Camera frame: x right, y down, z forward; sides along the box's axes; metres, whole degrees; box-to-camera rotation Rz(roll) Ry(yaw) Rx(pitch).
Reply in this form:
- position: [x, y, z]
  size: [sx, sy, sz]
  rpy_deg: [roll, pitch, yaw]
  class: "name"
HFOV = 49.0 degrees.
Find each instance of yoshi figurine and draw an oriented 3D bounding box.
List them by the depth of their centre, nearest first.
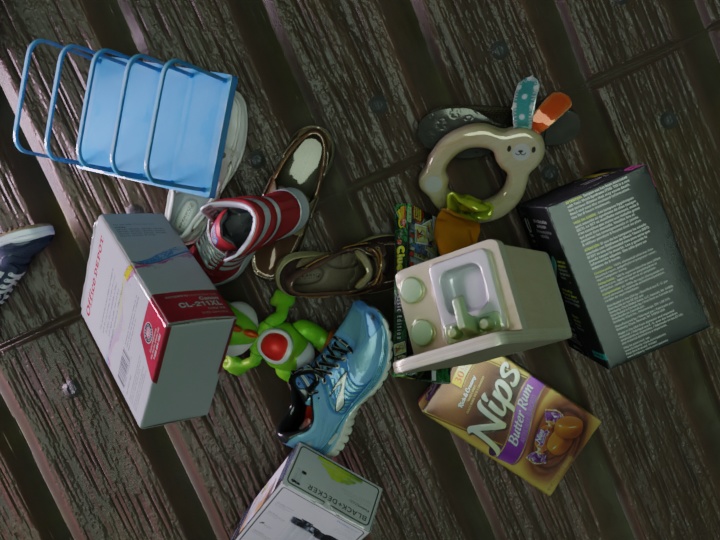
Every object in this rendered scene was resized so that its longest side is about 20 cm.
- position: [-0.122, 0.082, 0.971]
  size: [0.199, 0.113, 0.112]
  rpy_deg: [23, 135, -18]
  class: "yoshi figurine"

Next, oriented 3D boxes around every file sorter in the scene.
- position: [-0.262, -0.171, 0.875]
  size: [0.199, 0.123, 0.139]
  rpy_deg: [14, 96, 23]
  class: "file sorter"

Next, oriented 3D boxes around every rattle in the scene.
- position: [0.160, -0.120, 0.906]
  size: [0.200, 0.143, 0.130]
  rpy_deg: [-35, 94, 24]
  class: "rattle"

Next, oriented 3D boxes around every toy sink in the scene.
- position: [0.123, 0.038, 0.854]
  size: [0.130, 0.200, 0.112]
  rpy_deg: [-21, 77, 32]
  class: "toy sink"

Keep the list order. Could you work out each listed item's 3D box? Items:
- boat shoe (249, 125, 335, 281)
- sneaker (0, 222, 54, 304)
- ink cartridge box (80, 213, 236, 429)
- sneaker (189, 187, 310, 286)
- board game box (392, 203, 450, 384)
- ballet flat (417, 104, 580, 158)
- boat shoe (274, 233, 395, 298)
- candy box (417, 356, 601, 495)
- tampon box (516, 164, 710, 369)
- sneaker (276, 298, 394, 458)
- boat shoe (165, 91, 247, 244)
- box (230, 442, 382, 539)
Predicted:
- position: [-0.089, -0.083, 0.953]
  size: [0.075, 0.072, 0.201]
  rpy_deg: [18, 94, -4]
  class: "boat shoe"
- position: [-0.439, 0.024, 0.946]
  size: [0.199, 0.070, 0.109]
  rpy_deg: [-24, 91, 7]
  class: "sneaker"
- position: [-0.230, 0.048, 0.876]
  size: [0.083, 0.200, 0.146]
  rpy_deg: [-6, 130, -38]
  class: "ink cartridge box"
- position: [-0.160, -0.031, 0.901]
  size: [0.200, 0.112, 0.071]
  rpy_deg: [-32, 84, 31]
  class: "sneaker"
- position: [0.074, 0.030, 0.933]
  size: [0.023, 0.105, 0.201]
  rpy_deg: [-7, 75, 32]
  class: "board game box"
- position: [0.170, -0.179, 0.976]
  size: [0.199, 0.046, 0.068]
  rpy_deg: [-4, 117, 3]
  class: "ballet flat"
- position: [0.000, 0.000, 0.948]
  size: [0.199, 0.072, 0.072]
  rpy_deg: [-6, 102, -19]
  class: "boat shoe"
- position: [0.186, 0.179, 1.000]
  size: [0.200, 0.056, 0.117]
  rpy_deg: [33, 93, -4]
  class: "candy box"
- position: [0.293, -0.010, 0.939]
  size: [0.126, 0.150, 0.201]
  rpy_deg: [-23, 96, 0]
  class: "tampon box"
- position: [-0.033, 0.125, 0.899]
  size: [0.090, 0.078, 0.201]
  rpy_deg: [17, 100, -40]
  class: "sneaker"
- position: [-0.186, -0.124, 0.946]
  size: [0.071, 0.069, 0.201]
  rpy_deg: [18, 94, -4]
  class: "boat shoe"
- position: [-0.070, 0.299, 0.940]
  size: [0.116, 0.060, 0.200]
  rpy_deg: [30, 132, -4]
  class: "box"
